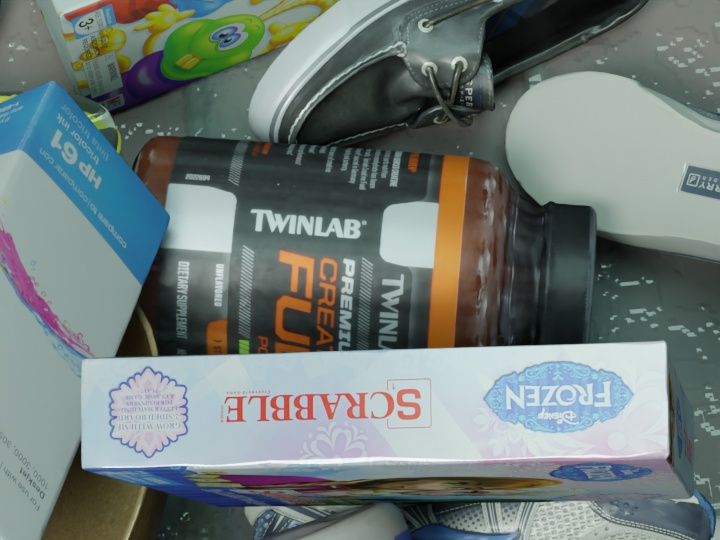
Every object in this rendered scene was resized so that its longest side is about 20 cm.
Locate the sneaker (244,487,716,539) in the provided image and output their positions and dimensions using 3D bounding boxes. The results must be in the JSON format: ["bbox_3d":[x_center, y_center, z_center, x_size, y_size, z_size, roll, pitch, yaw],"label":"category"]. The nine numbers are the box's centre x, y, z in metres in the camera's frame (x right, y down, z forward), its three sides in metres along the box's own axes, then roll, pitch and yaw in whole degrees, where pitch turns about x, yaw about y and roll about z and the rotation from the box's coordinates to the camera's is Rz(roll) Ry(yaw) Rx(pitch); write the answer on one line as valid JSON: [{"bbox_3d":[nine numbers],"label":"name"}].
[{"bbox_3d":[0.049,0.120,1.012,0.199,0.077,0.086,-1,73,11],"label":"sneaker"}]

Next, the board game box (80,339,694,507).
[{"bbox_3d":[0.020,0.060,0.890,0.198,0.200,0.041,-2,81,11],"label":"board game box"}]

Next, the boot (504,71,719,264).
[{"bbox_3d":[0.160,-0.029,1.075,0.199,0.090,0.073,24,89,39],"label":"boot"}]

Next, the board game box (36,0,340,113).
[{"bbox_3d":[-0.057,-0.167,1.116,0.199,0.103,0.105,-22,67,-7],"label":"board game box"}]

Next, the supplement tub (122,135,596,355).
[{"bbox_3d":[0.000,0.000,1.040,0.199,0.107,0.108,4,66,4],"label":"supplement tub"}]

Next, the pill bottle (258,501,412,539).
[{"bbox_3d":[-0.006,0.200,0.925,0.113,0.114,0.201,-19,87,-7],"label":"pill bottle"}]

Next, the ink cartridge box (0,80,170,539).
[{"bbox_3d":[-0.174,0.037,0.927,0.144,0.085,0.201,-21,34,29],"label":"ink cartridge box"}]

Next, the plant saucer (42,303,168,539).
[{"bbox_3d":[-0.137,0.100,0.989,0.200,0.035,0.201,-30,44,34],"label":"plant saucer"}]

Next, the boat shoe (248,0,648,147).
[{"bbox_3d":[0.046,-0.099,1.102,0.199,0.070,0.066,-28,55,-18],"label":"boat shoe"}]

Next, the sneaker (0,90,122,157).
[{"bbox_3d":[-0.185,-0.036,1.079,0.199,0.085,0.075,14,49,31],"label":"sneaker"}]
